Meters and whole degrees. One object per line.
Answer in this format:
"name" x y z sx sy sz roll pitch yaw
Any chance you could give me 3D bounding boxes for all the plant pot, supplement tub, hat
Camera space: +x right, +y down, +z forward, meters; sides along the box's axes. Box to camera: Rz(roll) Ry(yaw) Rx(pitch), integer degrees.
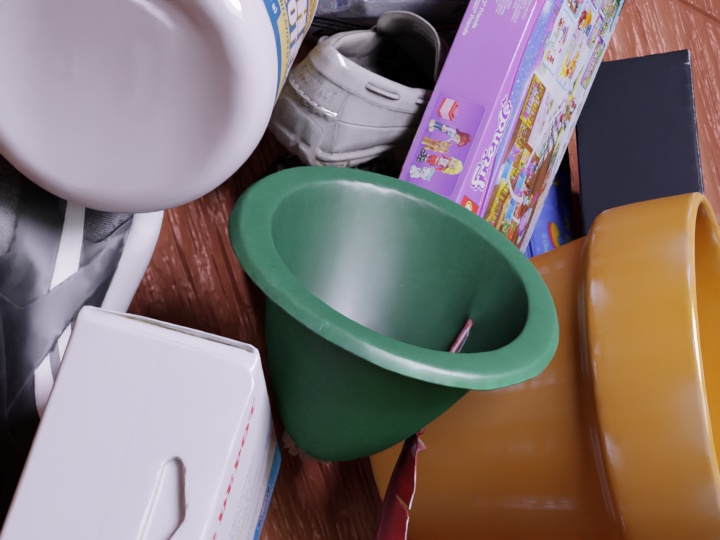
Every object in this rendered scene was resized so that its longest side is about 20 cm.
"plant pot" 0.106 0.072 0.884 0.200 0.181 0.203 -8 90 -71
"supplement tub" -0.096 -0.132 0.795 0.145 0.144 0.201 57 22 -21
"hat" -0.012 0.073 0.800 0.164 0.177 0.200 24 28 3

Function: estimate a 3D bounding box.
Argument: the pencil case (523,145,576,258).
"pencil case" 0.097 -0.024 1.023 0.087 0.077 0.202 42 40 -70

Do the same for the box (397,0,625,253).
"box" 0.084 -0.096 0.923 0.202 0.039 0.137 -68 157 -4

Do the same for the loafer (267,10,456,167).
"loafer" 0.027 -0.106 0.911 0.070 0.070 0.199 40 32 15

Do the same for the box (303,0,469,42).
"box" 0.024 -0.207 0.987 0.199 0.114 0.134 -9 90 -43

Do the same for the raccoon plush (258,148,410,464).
"raccoon plush" 0.000 0.000 0.974 0.134 0.096 0.202 -9 117 -57

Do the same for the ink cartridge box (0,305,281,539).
"ink cartridge box" -0.096 0.118 0.746 0.084 0.200 0.146 15 72 4

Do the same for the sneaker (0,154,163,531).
"sneaker" -0.178 0.034 0.788 0.111 0.073 0.202 24 73 -21

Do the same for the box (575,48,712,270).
"box" 0.183 -0.027 1.059 0.200 0.078 0.143 61 23 -65
